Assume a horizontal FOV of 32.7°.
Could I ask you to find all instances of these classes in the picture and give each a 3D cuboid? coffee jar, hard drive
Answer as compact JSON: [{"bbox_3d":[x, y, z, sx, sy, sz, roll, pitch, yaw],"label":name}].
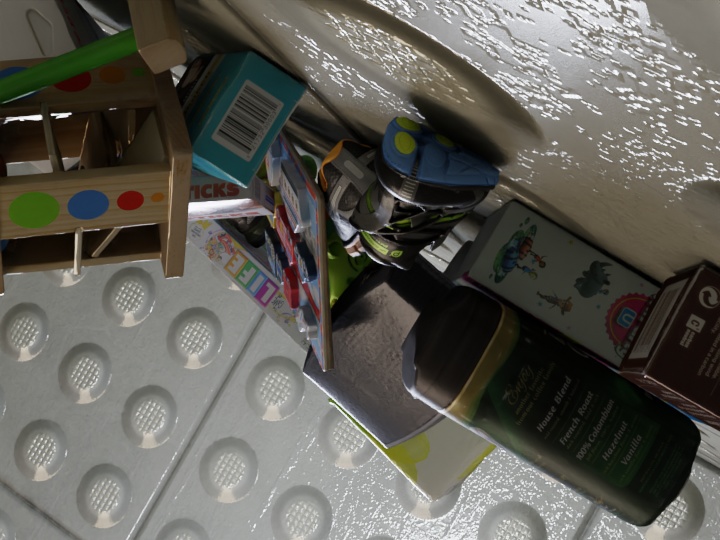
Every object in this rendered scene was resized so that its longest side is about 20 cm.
[{"bbox_3d":[0.123,0.088,0.835,0.200,0.086,0.104,30,180,-6],"label":"coffee jar"},{"bbox_3d":[0.029,0.070,0.996,0.135,0.042,0.200,42,144,1],"label":"hard drive"}]

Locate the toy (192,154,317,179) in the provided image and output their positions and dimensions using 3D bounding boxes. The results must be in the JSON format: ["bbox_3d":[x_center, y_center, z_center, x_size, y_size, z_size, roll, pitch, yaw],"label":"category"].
[{"bbox_3d":[-0.106,-0.118,1.175,0.200,0.047,0.115,16,-146,-57],"label":"toy"}]

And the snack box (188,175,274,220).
[{"bbox_3d":[-0.174,-0.055,0.998,0.199,0.024,0.072,-4,173,9],"label":"snack box"}]

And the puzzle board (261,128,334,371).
[{"bbox_3d":[-0.057,-0.031,1.009,0.017,0.151,0.200,-10,-151,-13],"label":"puzzle board"}]

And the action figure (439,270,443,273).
[{"bbox_3d":[0.057,0.017,1.316,0.199,0.130,0.070,17,-143,-16],"label":"action figure"}]

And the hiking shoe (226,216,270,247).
[{"bbox_3d":[-0.137,-0.112,1.259,0.101,0.076,0.200,40,-169,-39],"label":"hiking shoe"}]

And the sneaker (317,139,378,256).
[{"bbox_3d":[0.003,-0.063,0.957,0.077,0.078,0.200,44,174,-4],"label":"sneaker"}]

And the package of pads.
[{"bbox_3d":[0.089,0.109,1.206,0.155,0.200,0.068,45,-161,8],"label":"package of pads"}]

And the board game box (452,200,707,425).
[{"bbox_3d":[0.170,0.031,0.882,0.199,0.064,0.148,30,179,1],"label":"board game box"}]

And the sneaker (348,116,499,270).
[{"bbox_3d":[0.035,-0.040,0.750,0.071,0.083,0.200,29,178,3],"label":"sneaker"}]

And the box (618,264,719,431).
[{"bbox_3d":[0.254,0.078,0.697,0.199,0.075,0.100,28,177,6],"label":"box"}]

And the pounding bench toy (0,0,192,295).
[{"bbox_3d":[-0.201,-0.098,0.824,0.155,0.200,0.125,-6,-129,-17],"label":"pounding bench toy"}]

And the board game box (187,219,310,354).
[{"bbox_3d":[-0.079,0.018,1.250,0.200,0.034,0.134,42,-171,25],"label":"board game box"}]

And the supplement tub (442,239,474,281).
[{"bbox_3d":[0.150,0.075,1.050,0.200,0.145,0.145,30,178,10],"label":"supplement tub"}]

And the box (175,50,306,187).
[{"bbox_3d":[-0.105,-0.116,0.916,0.049,0.082,0.200,32,177,-20],"label":"box"}]

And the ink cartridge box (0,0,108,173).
[{"bbox_3d":[-0.241,-0.147,1.016,0.146,0.083,0.200,64,-177,17],"label":"ink cartridge box"}]

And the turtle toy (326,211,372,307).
[{"bbox_3d":[0.000,0.000,1.146,0.101,0.146,0.200,11,170,24],"label":"turtle toy"}]
